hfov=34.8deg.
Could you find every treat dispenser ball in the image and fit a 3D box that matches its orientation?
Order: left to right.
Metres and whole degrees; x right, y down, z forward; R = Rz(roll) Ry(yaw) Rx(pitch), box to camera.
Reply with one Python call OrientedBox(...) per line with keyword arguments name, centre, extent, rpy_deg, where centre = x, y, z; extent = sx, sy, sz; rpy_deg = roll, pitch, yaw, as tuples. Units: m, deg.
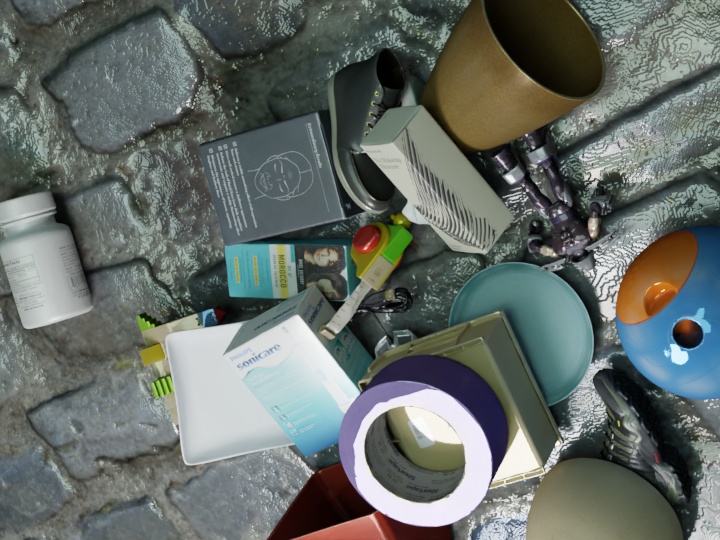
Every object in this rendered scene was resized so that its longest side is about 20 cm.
OrientedBox(name="treat dispenser ball", centre=(0.397, 0.049, 1.327), extent=(0.201, 0.201, 0.201), rpy_deg=(6, 104, 25))

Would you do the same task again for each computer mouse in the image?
OrientedBox(name="computer mouse", centre=(0.059, 0.118, 1.592), extent=(0.110, 0.044, 0.200), rpy_deg=(-25, 98, 25))

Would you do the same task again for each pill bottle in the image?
OrientedBox(name="pill bottle", centre=(-0.502, -0.018, 1.806), extent=(0.114, 0.114, 0.200), rpy_deg=(-13, 96, 28))

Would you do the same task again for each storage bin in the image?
OrientedBox(name="storage bin", centre=(0.130, 0.185, 1.512), extent=(0.198, 0.094, 0.200), rpy_deg=(-21, 100, 27))

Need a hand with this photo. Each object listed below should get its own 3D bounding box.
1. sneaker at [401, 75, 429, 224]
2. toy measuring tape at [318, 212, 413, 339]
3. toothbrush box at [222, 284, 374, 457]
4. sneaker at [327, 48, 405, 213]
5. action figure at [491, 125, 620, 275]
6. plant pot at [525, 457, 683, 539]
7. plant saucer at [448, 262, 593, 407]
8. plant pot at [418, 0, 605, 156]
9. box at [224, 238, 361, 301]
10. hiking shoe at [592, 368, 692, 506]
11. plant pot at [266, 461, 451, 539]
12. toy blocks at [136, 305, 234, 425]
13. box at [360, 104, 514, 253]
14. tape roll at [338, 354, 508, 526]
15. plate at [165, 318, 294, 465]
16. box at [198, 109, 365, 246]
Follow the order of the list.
OrientedBox(name="sneaker", centre=(0.071, -0.155, 1.516), extent=(0.080, 0.070, 0.201), rpy_deg=(-7, 99, 30))
OrientedBox(name="toy measuring tape", centre=(0.000, 0.000, 1.567), extent=(0.074, 0.074, 0.200), rpy_deg=(37, 89, 15))
OrientedBox(name="toothbrush box", centre=(-0.071, 0.143, 1.614), extent=(0.146, 0.085, 0.200), rpy_deg=(-30, 108, 29))
OrientedBox(name="sneaker", centre=(0.018, -0.179, 1.478), extent=(0.106, 0.075, 0.200), rpy_deg=(-22, 80, 52))
OrientedBox(name="action figure", centre=(0.250, -0.082, 1.448), extent=(0.130, 0.069, 0.200), rpy_deg=(-29, 92, 22))
OrientedBox(name="plant pot", centre=(0.289, 0.358, 1.456), extent=(0.200, 0.134, 0.201), rpy_deg=(20, 129, 27))
OrientedBox(name="plant saucer", centre=(0.214, 0.084, 1.524), extent=(0.200, 0.027, 0.200), rpy_deg=(7, 105, 25))
OrientedBox(name="plant pot", centre=(0.161, -0.231, 1.405), extent=(0.186, 0.186, 0.200), rpy_deg=(55, 134, 5))
OrientedBox(name="box", centre=(-0.095, -0.002, 1.645), extent=(0.200, 0.049, 0.082), rpy_deg=(1, 102, 26))
OrientedBox(name="hiking shoe", centre=(0.336, 0.224, 1.468), extent=(0.101, 0.076, 0.200), rpy_deg=(-31, 88, 25))
OrientedBox(name="plant pot", centre=(0.018, 0.378, 1.606), extent=(0.200, 0.200, 0.176), rpy_deg=(-23, 102, 29))
OrientedBox(name="toy blocks", centre=(-0.238, 0.140, 1.734), extent=(0.137, 0.100, 0.200), rpy_deg=(-18, 93, 17))
OrientedBox(name="box", centre=(0.097, -0.112, 1.432), extent=(0.200, 0.068, 0.082), rpy_deg=(46, 161, -24))
OrientedBox(name="tape roll", centre=(0.079, 0.213, 1.442), extent=(0.200, 0.085, 0.200), rpy_deg=(7, 110, 19))
OrientedBox(name="plate", centre=(-0.175, 0.169, 1.683), extent=(0.200, 0.032, 0.200), rpy_deg=(-10, 99, -14))
OrientedBox(name="box", centre=(-0.100, -0.130, 1.585), extent=(0.200, 0.107, 0.149), rpy_deg=(-11, 96, 29))
